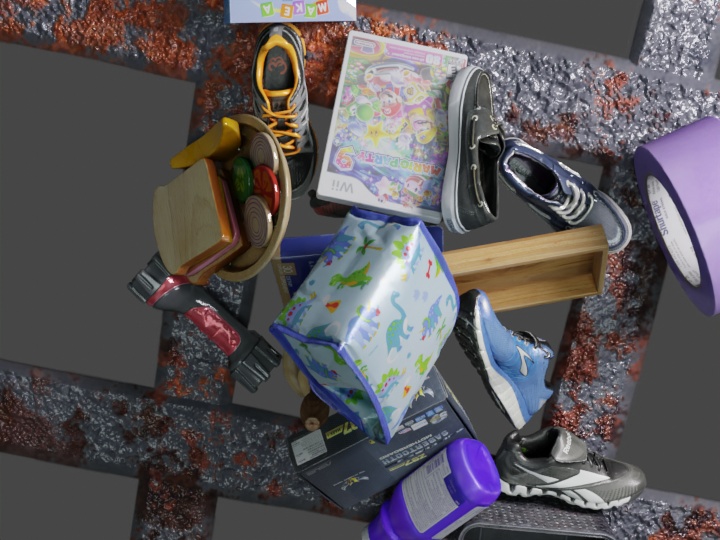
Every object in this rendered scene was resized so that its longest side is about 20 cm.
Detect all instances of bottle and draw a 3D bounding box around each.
[{"bbox_3d":[0.080,0.284,1.179,0.065,0.084,0.200,16,131,-41],"label":"bottle"}]

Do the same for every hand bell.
[{"bbox_3d":[-0.049,0.136,1.114,0.102,0.200,0.106,0,102,1],"label":"hand bell"}]

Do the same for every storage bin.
[{"bbox_3d":[0.208,0.360,1.212,0.196,0.094,0.138,6,104,-1],"label":"storage bin"}]

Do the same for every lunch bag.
[{"bbox_3d":[0.021,0.062,1.024,0.171,0.126,0.201,-56,134,-22],"label":"lunch bag"}]

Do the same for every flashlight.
[{"bbox_3d":[-0.187,0.064,1.168,0.068,0.068,0.200,-43,98,8],"label":"flashlight"}]

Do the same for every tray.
[{"bbox_3d":[0.185,0.004,1.139,0.196,0.038,0.099,-11,145,2],"label":"tray"}]

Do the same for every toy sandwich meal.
[{"bbox_3d":[-0.158,-0.080,1.092,0.069,0.204,0.209,1,108,-44],"label":"toy sandwich meal"}]

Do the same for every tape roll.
[{"bbox_3d":[0.379,-0.059,1.066,0.084,0.200,0.203,-22,101,6],"label":"tape roll"}]

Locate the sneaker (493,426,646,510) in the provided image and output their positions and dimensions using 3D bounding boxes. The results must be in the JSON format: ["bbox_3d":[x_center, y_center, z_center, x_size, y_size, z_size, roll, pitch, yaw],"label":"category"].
[{"bbox_3d":[0.257,0.237,1.190,0.196,0.067,0.092,6,125,1],"label":"sneaker"}]

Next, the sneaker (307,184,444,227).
[{"bbox_3d":[0.039,-0.074,1.132,0.196,0.071,0.100,-8,100,1],"label":"sneaker"}]

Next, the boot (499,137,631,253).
[{"bbox_3d":[0.233,-0.078,1.119,0.198,0.090,0.073,32,101,-6],"label":"boot"}]

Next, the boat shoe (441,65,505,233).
[{"bbox_3d":[0.131,-0.135,1.068,0.056,0.068,0.204,-7,65,34],"label":"boat shoe"}]

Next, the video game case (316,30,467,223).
[{"bbox_3d":[0.037,-0.163,1.093,0.140,0.018,0.204,11,74,-2],"label":"video game case"}]

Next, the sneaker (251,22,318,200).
[{"bbox_3d":[-0.092,-0.179,1.109,0.077,0.077,0.204,-6,104,1],"label":"sneaker"}]

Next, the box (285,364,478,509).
[{"bbox_3d":[0.030,0.203,1.159,0.197,0.158,0.052,-26,56,6],"label":"box"}]

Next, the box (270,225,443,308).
[{"bbox_3d":[0.000,0.000,1.133,0.196,0.033,0.122,-6,146,2],"label":"box"}]

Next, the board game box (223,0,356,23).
[{"bbox_3d":[-0.079,-0.374,1.060,0.148,0.037,0.204,-7,106,-21],"label":"board game box"}]

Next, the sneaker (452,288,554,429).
[{"bbox_3d":[0.175,0.092,1.159,0.089,0.079,0.201,-35,124,-5],"label":"sneaker"}]
